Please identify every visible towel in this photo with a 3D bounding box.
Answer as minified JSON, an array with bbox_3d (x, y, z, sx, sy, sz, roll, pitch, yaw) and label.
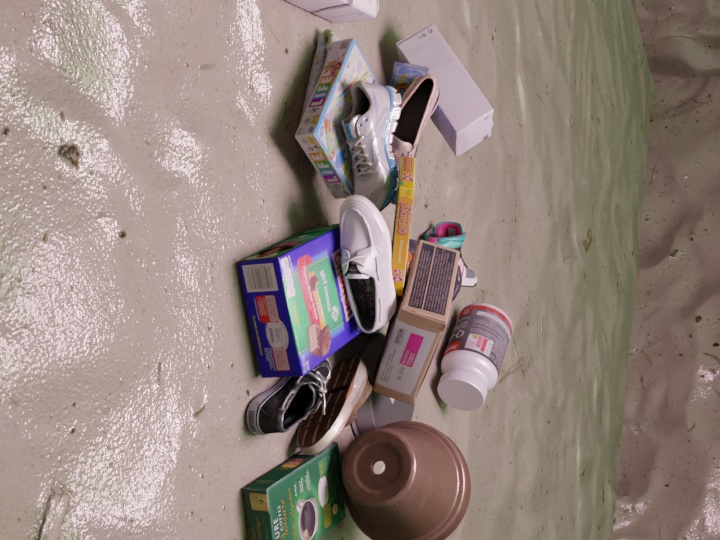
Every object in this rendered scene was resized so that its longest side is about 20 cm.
[{"bbox_3d":[-0.026,-0.248,1.446,0.171,0.048,0.201,42,52,-54],"label":"towel"}]

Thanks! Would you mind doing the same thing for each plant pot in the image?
[{"bbox_3d":[0.050,0.310,1.383,0.175,0.199,0.201,49,47,-59],"label":"plant pot"}]

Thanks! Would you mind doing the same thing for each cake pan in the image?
[{"bbox_3d":[0.042,0.207,1.563,0.200,0.037,0.202,5,85,-61],"label":"cake pan"}]

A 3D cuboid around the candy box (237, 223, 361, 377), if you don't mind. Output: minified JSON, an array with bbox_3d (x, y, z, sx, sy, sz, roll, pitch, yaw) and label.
[{"bbox_3d":[-0.077,0.038,1.307,0.200,0.077,0.170,-33,116,-59],"label":"candy box"}]

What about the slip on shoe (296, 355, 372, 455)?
[{"bbox_3d":[-0.032,0.213,1.388,0.061,0.076,0.200,60,30,-23],"label":"slip on shoe"}]

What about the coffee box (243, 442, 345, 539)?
[{"bbox_3d":[-0.090,0.330,1.304,0.200,0.044,0.124,-21,108,-61],"label":"coffee box"}]

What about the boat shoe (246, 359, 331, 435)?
[{"bbox_3d":[-0.081,0.173,1.301,0.199,0.068,0.074,-26,112,-60],"label":"boat shoe"}]

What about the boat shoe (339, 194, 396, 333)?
[{"bbox_3d":[0.002,-0.005,1.317,0.069,0.072,0.201,-46,136,-56],"label":"boat shoe"}]

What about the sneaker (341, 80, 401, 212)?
[{"bbox_3d":[0.004,-0.180,1.329,0.086,0.075,0.201,13,74,-46],"label":"sneaker"}]

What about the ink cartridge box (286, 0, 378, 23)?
[{"bbox_3d":[-0.054,-0.464,1.366,0.200,0.084,0.147,-1,89,-60],"label":"ink cartridge box"}]

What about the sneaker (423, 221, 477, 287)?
[{"bbox_3d":[0.175,-0.033,1.784,0.200,0.083,0.122,6,93,-60],"label":"sneaker"}]

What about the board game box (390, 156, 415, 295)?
[{"bbox_3d":[0.060,-0.057,1.361,0.096,0.030,0.201,-83,-179,-56],"label":"board game box"}]

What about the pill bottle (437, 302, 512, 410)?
[{"bbox_3d":[0.225,0.171,1.825,0.116,0.115,0.200,66,36,-36],"label":"pill bottle"}]

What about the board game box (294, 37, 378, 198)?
[{"bbox_3d":[-0.024,-0.227,1.371,0.135,0.034,0.201,56,43,-43],"label":"board game box"}]

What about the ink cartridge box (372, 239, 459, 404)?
[{"bbox_3d":[0.087,0.081,1.444,0.165,0.075,0.201,-72,180,-48],"label":"ink cartridge box"}]

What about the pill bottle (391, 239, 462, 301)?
[{"bbox_3d":[0.093,0.004,1.596,0.200,0.106,0.107,17,74,-60],"label":"pill bottle"}]

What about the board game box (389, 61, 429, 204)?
[{"bbox_3d":[0.070,-0.241,1.525,0.200,0.061,0.201,91,11,-67],"label":"board game box"}]

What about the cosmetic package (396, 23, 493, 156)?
[{"bbox_3d":[0.148,-0.314,1.612,0.201,0.081,0.113,60,-2,17],"label":"cosmetic package"}]

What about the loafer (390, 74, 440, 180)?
[{"bbox_3d":[0.062,-0.211,1.412,0.201,0.072,0.063,-64,177,-2],"label":"loafer"}]

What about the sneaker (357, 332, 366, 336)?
[{"bbox_3d":[0.000,0.000,1.464,0.116,0.075,0.201,-112,-158,-48],"label":"sneaker"}]
